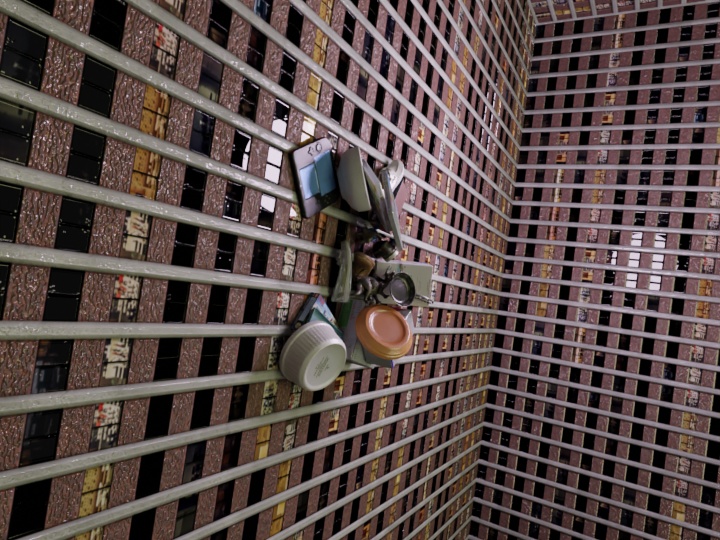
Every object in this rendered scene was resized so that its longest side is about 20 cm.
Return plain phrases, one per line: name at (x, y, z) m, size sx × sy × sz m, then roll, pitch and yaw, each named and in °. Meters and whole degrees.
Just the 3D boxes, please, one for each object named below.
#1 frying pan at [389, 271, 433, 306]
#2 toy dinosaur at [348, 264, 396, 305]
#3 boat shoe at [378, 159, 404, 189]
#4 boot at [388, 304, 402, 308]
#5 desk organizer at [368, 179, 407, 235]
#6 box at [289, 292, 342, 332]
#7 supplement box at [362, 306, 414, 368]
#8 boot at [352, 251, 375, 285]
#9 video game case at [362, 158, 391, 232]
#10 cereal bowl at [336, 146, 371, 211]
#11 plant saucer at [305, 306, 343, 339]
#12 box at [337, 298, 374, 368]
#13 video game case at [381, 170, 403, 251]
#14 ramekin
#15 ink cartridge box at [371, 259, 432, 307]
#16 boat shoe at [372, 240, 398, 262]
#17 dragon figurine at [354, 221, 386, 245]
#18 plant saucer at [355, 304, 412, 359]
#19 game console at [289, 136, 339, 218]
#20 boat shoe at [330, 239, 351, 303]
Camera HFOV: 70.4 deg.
frying pan at (0.166, 0.062, 1.709) m, size 0.189 × 0.031 × 0.116 m, roll -2°, pitch 83°, yaw -40°
toy dinosaur at (0.031, 0.057, 1.680) m, size 0.198 × 0.077 × 0.103 m, roll -12°, pitch 70°, yaw -29°
boat shoe at (0.098, -0.336, 1.832) m, size 0.201 × 0.070 × 0.070 m, roll -61°, pitch 148°, yaw -24°
boot at (0.108, 0.209, 1.963) m, size 0.200 × 0.074 × 0.108 m, roll -31°, pitch 127°, yaw -55°
desk organizer at (0.105, -0.233, 1.863) m, size 0.201 × 0.071 × 0.077 m, roll -67°, pitch 149°, yaw -25°
box at (-0.132, 0.184, 1.574) m, size 0.137 × 0.037 × 0.201 m, roll -62°, pitch 144°, yaw -32°
supplement box at (0.098, 0.223, 1.730) m, size 0.200 × 0.100 × 0.104 m, roll -50°, pitch 137°, yaw -45°
boot at (0.000, 0.000, 1.684) m, size 0.076 × 0.073 × 0.200 m, roll -60°, pitch 170°, yaw -19°
video game case at (0.050, -0.250, 1.686) m, size 0.201 × 0.023 × 0.183 m, roll -113°, pitch -175°, yaw -53°
cereal bowl at (-0.025, -0.278, 1.583) m, size 0.200 × 0.082 × 0.202 m, roll -11°, pitch 90°, yaw -88°
plant saucer at (-0.110, 0.185, 1.558) m, size 0.200 × 0.019 × 0.070 m, roll 52°, pitch 53°, yaw -49°
box at (-0.003, 0.217, 1.745) m, size 0.176 × 0.096 × 0.202 m, roll 34°, pitch 67°, yaw -56°
video game case at (0.105, -0.194, 1.674) m, size 0.201 × 0.022 × 0.183 m, roll 67°, pitch 15°, yaw -54°
ramekin at (-0.128, 0.255, 1.476) m, size 0.201 × 0.094 × 0.204 m, roll -27°, pitch 133°, yaw -33°
ink cartridge box at (0.143, 0.041, 1.817) m, size 0.147 × 0.198 × 0.148 m, roll -108°, pitch -157°, yaw -85°
boat shoe at (0.075, -0.077, 1.767) m, size 0.072 × 0.201 × 0.061 m, roll -42°, pitch 103°, yaw -5°
dragon figurine at (0.048, -0.127, 1.722) m, size 0.099 × 0.200 × 0.059 m, roll -24°, pitch 93°, yaw -25°
plant saucer at (0.080, 0.188, 1.626) m, size 0.200 × 0.200 × 0.038 m, roll -46°, pitch 172°, yaw -45°
game console at (-0.130, -0.274, 1.491) m, size 0.177 × 0.031 × 0.202 m, roll -43°, pitch 131°, yaw -48°
boat shoe at (-0.060, 0.003, 1.634) m, size 0.074 × 0.064 × 0.204 m, roll -89°, pitch -179°, yaw -79°
